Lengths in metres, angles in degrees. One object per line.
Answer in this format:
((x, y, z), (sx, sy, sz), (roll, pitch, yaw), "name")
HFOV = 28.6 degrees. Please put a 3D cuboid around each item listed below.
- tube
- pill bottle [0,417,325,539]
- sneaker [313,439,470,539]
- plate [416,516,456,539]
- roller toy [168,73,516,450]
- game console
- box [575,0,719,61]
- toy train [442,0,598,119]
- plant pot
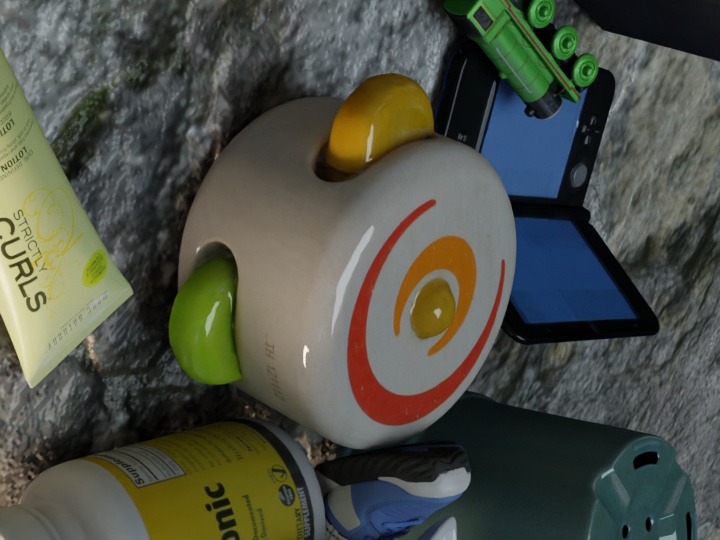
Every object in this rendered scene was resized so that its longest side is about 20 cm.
((-0.165, -0.032, 0.684), (0.057, 0.052, 0.202), (-13, 135, 2), "tube")
((-0.122, 0.153, 0.779), (0.198, 0.111, 0.113), (-10, 116, -47), "pill bottle")
((0.000, 0.151, 0.852), (0.075, 0.199, 0.078), (-3, 74, -37), "sneaker")
((0.010, 0.263, 0.794), (0.199, 0.032, 0.203), (-28, 120, -64), "plate")
((0.000, 0.000, 0.820), (0.182, 0.139, 0.202), (35, 81, -52), "roller toy")
((0.141, -0.053, 0.979), (0.199, 0.118, 0.173), (-1, 110, -50), "game console")
((0.257, -0.252, 0.945), (0.123, 0.199, 0.199), (26, 88, -50), "box")
((0.086, -0.167, 0.892), (0.057, 0.042, 0.200), (-50, 129, -6), "toy train")
((0.109, 0.178, 0.956), (0.199, 0.194, 0.204), (-2, 93, -49), "plant pot")
